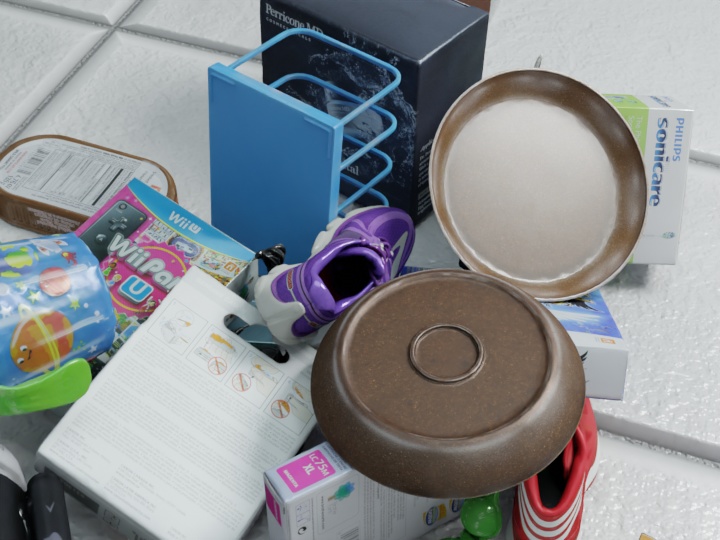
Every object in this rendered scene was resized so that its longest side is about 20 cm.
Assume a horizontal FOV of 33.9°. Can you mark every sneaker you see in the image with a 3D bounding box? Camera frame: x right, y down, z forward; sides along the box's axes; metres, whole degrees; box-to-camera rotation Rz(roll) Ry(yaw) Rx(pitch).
[{"bbox_3d":[0.000,0.000,0.963,0.083,0.081,0.200,-22,12,36],"label":"sneaker"},{"bbox_3d":[0.157,0.126,0.913,0.077,0.116,0.201,6,45,3],"label":"sneaker"}]

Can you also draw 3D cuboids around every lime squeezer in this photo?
[{"bbox_3d":[0.069,0.187,0.863,0.200,0.071,0.038,-51,35,1],"label":"lime squeezer"}]

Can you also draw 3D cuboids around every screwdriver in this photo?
[{"bbox_3d":[0.125,-0.095,1.042,0.029,0.202,0.028,7,12,-43],"label":"screwdriver"}]

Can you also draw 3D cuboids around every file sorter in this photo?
[{"bbox_3d":[-0.047,-0.096,1.080,0.138,0.201,0.123,28,45,25],"label":"file sorter"}]

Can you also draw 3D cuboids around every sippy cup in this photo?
[{"bbox_3d":[-0.261,0.035,0.895,0.129,0.140,0.179,-20,75,-28],"label":"sippy cup"}]

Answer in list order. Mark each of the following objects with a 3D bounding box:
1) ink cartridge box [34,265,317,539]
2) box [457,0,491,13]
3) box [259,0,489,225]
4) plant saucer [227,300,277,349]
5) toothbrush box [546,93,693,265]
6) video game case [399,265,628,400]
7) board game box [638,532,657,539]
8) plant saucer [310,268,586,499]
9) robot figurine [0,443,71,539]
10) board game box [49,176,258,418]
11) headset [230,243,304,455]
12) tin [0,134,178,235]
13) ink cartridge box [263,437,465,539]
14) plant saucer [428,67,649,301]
[{"bbox_3d":[-0.126,0.116,0.910,0.162,0.050,0.200,34,55,4],"label":"ink cartridge box"},{"bbox_3d":[0.075,-0.236,1.227,0.074,0.201,0.100,-22,48,-24],"label":"box"},{"bbox_3d":[0.009,-0.181,1.168,0.196,0.201,0.117,29,49,26],"label":"box"},{"bbox_3d":[-0.167,0.042,1.058,0.198,0.019,0.070,3,44,-1],"label":"plant saucer"},{"bbox_3d":[0.197,-0.089,1.106,0.198,0.147,0.086,2,17,1],"label":"toothbrush box"},{"bbox_3d":[0.118,0.046,0.984,0.179,0.046,0.200,6,15,2],"label":"video game case"},{"bbox_3d":[0.262,0.281,0.814,0.199,0.035,0.136,23,47,20],"label":"board game box"},{"bbox_3d":[0.062,0.067,0.841,0.198,0.035,0.201,-2,47,2],"label":"plant saucer"},{"bbox_3d":[-0.285,0.204,0.809,0.149,0.125,0.201,10,38,-27],"label":"robot figurine"},{"bbox_3d":[-0.204,0.032,1.009,0.147,0.065,0.200,31,57,19],"label":"board game box"},{"bbox_3d":[-0.093,0.080,0.963,0.122,0.094,0.201,13,57,5],"label":"headset"},{"bbox_3d":[-0.274,-0.078,1.166,0.198,0.042,0.112,16,49,13],"label":"tin"},{"bbox_3d":[0.024,0.156,0.873,0.199,0.120,0.042,-21,45,-22],"label":"ink cartridge box"},{"bbox_3d":[0.149,-0.071,1.007,0.198,0.032,0.202,3,79,-14],"label":"plant saucer"}]
